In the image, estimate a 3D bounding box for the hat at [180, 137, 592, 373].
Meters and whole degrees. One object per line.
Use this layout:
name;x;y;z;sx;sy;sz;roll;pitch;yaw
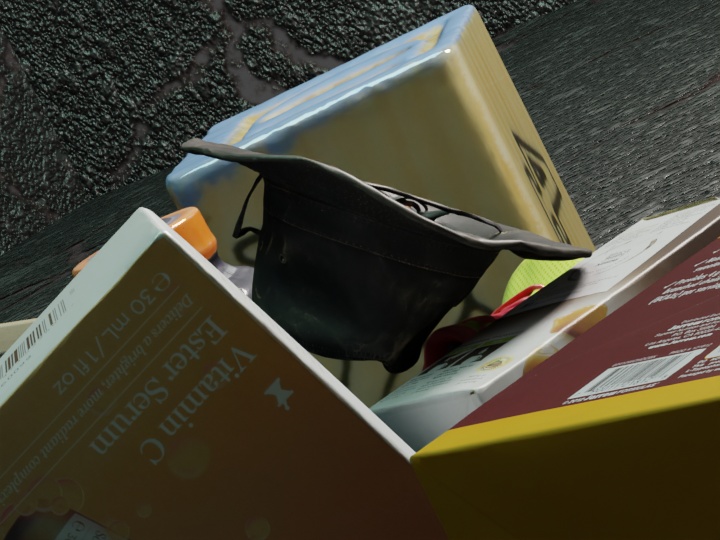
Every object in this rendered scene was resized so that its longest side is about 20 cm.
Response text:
hat;0.000;0.000;1.287;0.200;0.081;0.201;18;1;0

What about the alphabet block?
alphabet block;0.022;-0.021;1.728;0.195;0.200;0.196;-24;9;12

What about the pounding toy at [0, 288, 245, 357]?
pounding toy;-0.125;0.139;1.295;0.184;0.200;0.142;-9;-25;-5

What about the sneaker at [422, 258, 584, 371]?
sneaker;0.072;0.044;1.357;0.078;0.090;0.200;-40;21;30

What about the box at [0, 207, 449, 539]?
box;-0.059;0.099;1.124;0.152;0.200;0.106;-48;9;-1

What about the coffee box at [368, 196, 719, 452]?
coffee box;0.113;0.059;1.258;0.200;0.115;0.080;-34;11;-38

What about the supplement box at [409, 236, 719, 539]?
supplement box;0.167;0.063;1.002;0.200;0.133;0.197;-33;10;-36

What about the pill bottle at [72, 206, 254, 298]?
pill bottle;-0.068;0.071;1.446;0.106;0.200;0.106;-26;8;4
